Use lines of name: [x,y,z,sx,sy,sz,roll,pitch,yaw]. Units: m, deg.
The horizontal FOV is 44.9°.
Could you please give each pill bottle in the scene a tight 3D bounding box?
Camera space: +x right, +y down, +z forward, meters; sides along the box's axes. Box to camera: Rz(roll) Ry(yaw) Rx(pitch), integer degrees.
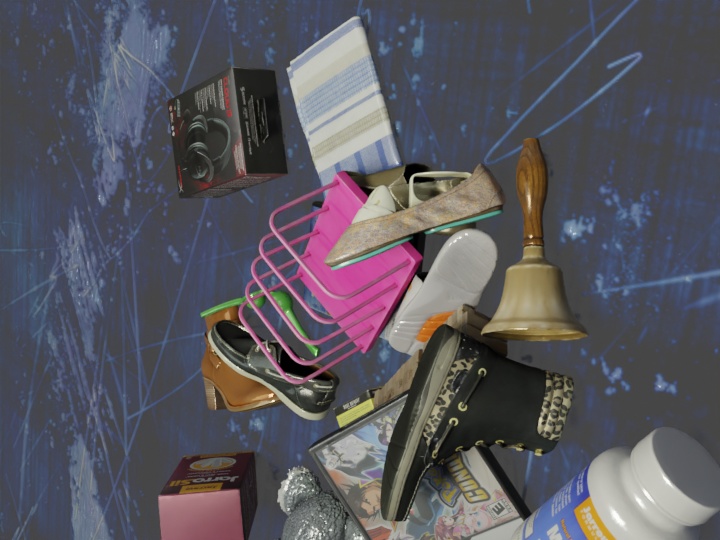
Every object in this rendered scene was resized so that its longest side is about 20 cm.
pill bottle: [0.234,0.233,0.797,0.112,0.112,0.200,56,132,27]

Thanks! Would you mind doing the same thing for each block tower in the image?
block tower: [0.085,0.117,0.969,0.200,0.058,0.054,-49,22,41]

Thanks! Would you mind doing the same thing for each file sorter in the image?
file sorter: [-0.047,0.018,0.999,0.139,0.125,0.200,49,145,17]

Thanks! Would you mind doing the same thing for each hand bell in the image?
hand bell: [0.173,-0.034,0.872,0.104,0.104,0.201,-10,74,48]

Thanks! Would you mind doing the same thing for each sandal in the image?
sandal: [0.097,0.020,0.954,0.059,0.079,0.207,-79,12,-47]

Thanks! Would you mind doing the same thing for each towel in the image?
towel: [-0.021,-0.198,1.092,0.147,0.024,0.201,-24,79,44]

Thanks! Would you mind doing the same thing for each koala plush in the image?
koala plush: [-0.063,0.369,1.112,0.177,0.183,0.201,37,108,38]

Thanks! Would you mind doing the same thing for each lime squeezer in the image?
lime squeezer: [-0.134,0.057,1.222,0.199,0.038,0.071,15,109,25]

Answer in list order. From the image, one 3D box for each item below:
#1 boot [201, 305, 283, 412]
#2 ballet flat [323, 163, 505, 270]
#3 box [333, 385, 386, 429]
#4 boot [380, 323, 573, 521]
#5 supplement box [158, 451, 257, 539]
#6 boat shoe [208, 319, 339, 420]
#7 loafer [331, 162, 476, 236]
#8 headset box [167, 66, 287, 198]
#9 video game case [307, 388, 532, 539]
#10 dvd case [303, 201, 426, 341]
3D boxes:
boot: [-0.168,0.123,1.266,0.200,0.076,0.156,-10,83,55]
ballet flat: [0.049,-0.061,0.893,0.068,0.199,0.067,173,78,-80]
box: [0.036,0.246,1.060,0.075,0.050,0.201,-36,68,40]
boot: [0.114,0.171,0.869,0.073,0.153,0.204,-140,69,-82]
supplement box: [-0.207,0.321,1.218,0.200,0.110,0.086,-126,32,-87]
boat shoe: [-0.116,0.118,1.173,0.200,0.072,0.068,32,124,16]
loafer: [0.050,-0.091,0.995,0.200,0.076,0.068,18,107,35]
headset box: [-0.185,-0.192,1.234,0.200,0.077,0.149,-9,88,49]
video game case: [0.066,0.238,0.950,0.180,0.025,0.200,-33,91,24]
dvd case: [0.000,0.000,1.095,0.200,0.018,0.143,20,108,46]
